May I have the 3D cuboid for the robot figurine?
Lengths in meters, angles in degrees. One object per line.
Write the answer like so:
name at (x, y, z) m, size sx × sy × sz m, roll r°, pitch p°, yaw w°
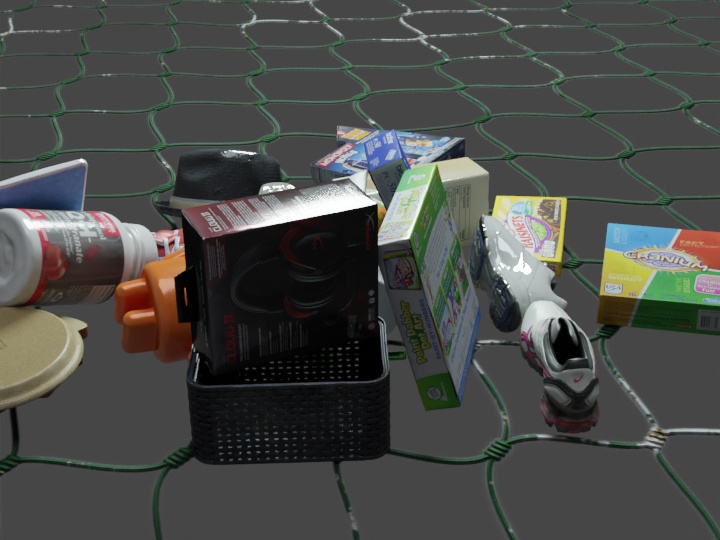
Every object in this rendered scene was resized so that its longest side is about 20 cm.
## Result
robot figurine at (-0.174, 0.037, 1.346) m, size 0.198 × 0.118 × 0.144 m, roll -9°, pitch 19°, yaw -19°

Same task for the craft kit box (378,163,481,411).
craft kit box at (0.077, 0.014, 1.294) m, size 0.048 × 0.199 × 0.200 m, roll -8°, pitch 24°, yaw 16°

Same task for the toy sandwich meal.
toy sandwich meal at (-0.384, 0.107, 1.281) m, size 0.203 × 0.071 × 0.206 m, roll -2°, pitch 30°, yaw 1°

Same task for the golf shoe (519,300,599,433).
golf shoe at (0.216, 0.079, 1.270) m, size 0.072 × 0.093 × 0.201 m, roll -2°, pitch 30°, yaw -4°

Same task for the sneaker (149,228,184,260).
sneaker at (-0.207, -0.014, 1.479) m, size 0.112 × 0.072 × 0.200 m, roll -13°, pitch 14°, yaw -26°

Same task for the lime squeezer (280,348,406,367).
lime squeezer at (-0.052, 0.079, 1.318) m, size 0.198 × 0.071 × 0.038 m, roll 19°, pitch 34°, yaw -17°

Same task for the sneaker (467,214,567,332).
sneaker at (0.186, 0.005, 1.454) m, size 0.086 × 0.075 × 0.201 m, roll 2°, pitch 39°, yaw -16°

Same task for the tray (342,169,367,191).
tray at (-0.066, -0.037, 1.429) m, size 0.022 × 0.200 × 0.108 m, roll 37°, pitch 29°, yaw -20°

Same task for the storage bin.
storage bin at (-0.070, 0.118, 1.213) m, size 0.198 × 0.095 × 0.136 m, roll -2°, pitch 27°, yaw -1°

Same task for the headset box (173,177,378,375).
headset box at (-0.085, 0.006, 1.166) m, size 0.198 × 0.150 × 0.075 m, roll -12°, pitch 29°, yaw -22°

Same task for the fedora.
fedora at (-0.178, -0.118, 1.620) m, size 0.198 × 0.093 × 0.201 m, roll 4°, pitch 7°, yaw 0°

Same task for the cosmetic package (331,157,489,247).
cosmetic package at (0.066, -0.078, 1.576) m, size 0.198 × 0.106 × 0.071 m, roll -10°, pitch 28°, yaw -20°

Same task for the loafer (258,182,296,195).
loafer at (-0.077, -0.022, 1.350) m, size 0.069 × 0.070 × 0.201 m, roll -3°, pitch 43°, yaw -18°

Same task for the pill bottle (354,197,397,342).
pill bottle at (0.000, 0.000, 1.417) m, size 0.110 × 0.112 × 0.200 m, roll -2°, pitch 27°, yaw -2°

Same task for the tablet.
tablet at (-0.392, -0.043, 1.434) m, size 0.129 × 0.201 × 0.014 m, roll -22°, pitch 57°, yaw -35°

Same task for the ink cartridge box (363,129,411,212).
ink cartridge box at (0.063, -0.059, 1.431) m, size 0.044 × 0.201 × 0.094 m, roll -23°, pitch 27°, yaw 7°

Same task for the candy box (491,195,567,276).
candy box at (0.221, -0.049, 1.598) m, size 0.101 × 0.027 × 0.200 m, roll 1°, pitch 27°, yaw 11°

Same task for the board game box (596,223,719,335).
board game box at (0.371, 0.007, 1.467) m, size 0.151 × 0.041 × 0.200 m, roll 5°, pitch 28°, yaw 12°

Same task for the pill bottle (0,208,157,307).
pill bottle at (-0.339, -0.015, 1.408) m, size 0.110 × 0.112 × 0.199 m, roll 21°, pitch 13°, yaw 36°

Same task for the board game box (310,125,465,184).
board game box at (0.022, -0.154, 1.770) m, size 0.198 × 0.062 × 0.200 m, roll 15°, pitch 31°, yaw 30°
